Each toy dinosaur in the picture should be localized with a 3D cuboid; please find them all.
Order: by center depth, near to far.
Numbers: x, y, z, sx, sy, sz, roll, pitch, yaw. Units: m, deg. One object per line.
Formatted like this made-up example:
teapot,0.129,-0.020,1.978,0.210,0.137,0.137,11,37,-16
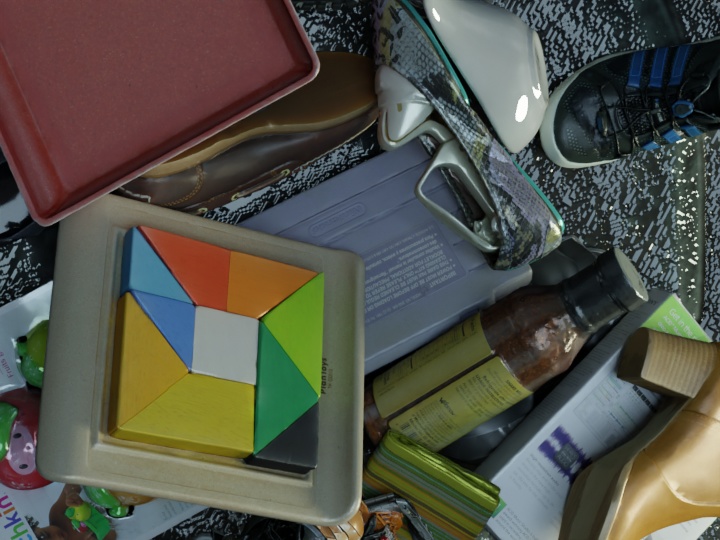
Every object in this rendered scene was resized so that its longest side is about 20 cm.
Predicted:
toy dinosaur,-0.033,0.172,1.063,0.135,0.102,0.201,-35,90,6

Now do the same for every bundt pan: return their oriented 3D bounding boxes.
bundt pan,0.139,0.078,1.163,0.200,0.076,0.203,-2,99,-16

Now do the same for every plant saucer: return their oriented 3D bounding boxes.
plant saucer,-0.145,-0.157,1.002,0.199,0.037,0.201,-27,80,11

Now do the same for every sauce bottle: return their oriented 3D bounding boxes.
sauce bottle,0.092,0.055,1.070,0.199,0.066,0.066,-31,106,18

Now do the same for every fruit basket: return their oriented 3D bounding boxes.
fruit basket,-0.182,0.101,1.063,0.199,0.094,0.186,-28,104,-8

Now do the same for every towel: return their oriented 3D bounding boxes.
towel,0.012,0.194,1.110,0.086,0.018,0.201,31,123,1

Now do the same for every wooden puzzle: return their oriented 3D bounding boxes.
wooden puzzle,-0.089,0.051,1.008,0.199,0.037,0.186,11,63,-21

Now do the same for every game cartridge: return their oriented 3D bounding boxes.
game cartridge,0.000,0.000,1.104,0.199,0.038,0.130,-26,76,-12

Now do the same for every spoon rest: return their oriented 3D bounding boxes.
spoon rest,0.080,-0.156,1.076,0.060,0.200,0.100,-8,55,13

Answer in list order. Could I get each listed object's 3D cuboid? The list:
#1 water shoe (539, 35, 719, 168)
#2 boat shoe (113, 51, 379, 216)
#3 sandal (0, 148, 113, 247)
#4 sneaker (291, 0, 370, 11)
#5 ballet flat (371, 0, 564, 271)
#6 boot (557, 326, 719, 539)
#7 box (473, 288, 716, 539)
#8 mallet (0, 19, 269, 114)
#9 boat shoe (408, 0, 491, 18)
water shoe,0.221,-0.125,1.159,0.199,0.079,0.072,-21,102,-13
boat shoe,-0.073,-0.086,1.087,0.199,0.070,0.071,-19,140,-23
sandal,-0.218,-0.051,1.057,0.200,0.043,0.076,-34,105,-10
sneaker,-0.078,-0.213,1.075,0.198,0.078,0.091,-6,72,-10
ballet flat,0.052,-0.083,1.065,0.072,0.072,0.201,-36,92,-9
boot,0.217,0.146,1.081,0.143,0.071,0.202,21,86,-15
box,0.180,0.132,1.125,0.200,0.036,0.144,-44,107,-6
mallet,-0.144,-0.150,1.060,0.199,0.066,0.041,13,131,4
boat shoe,0.111,-0.226,1.122,0.199,0.063,0.073,-23,105,-11
